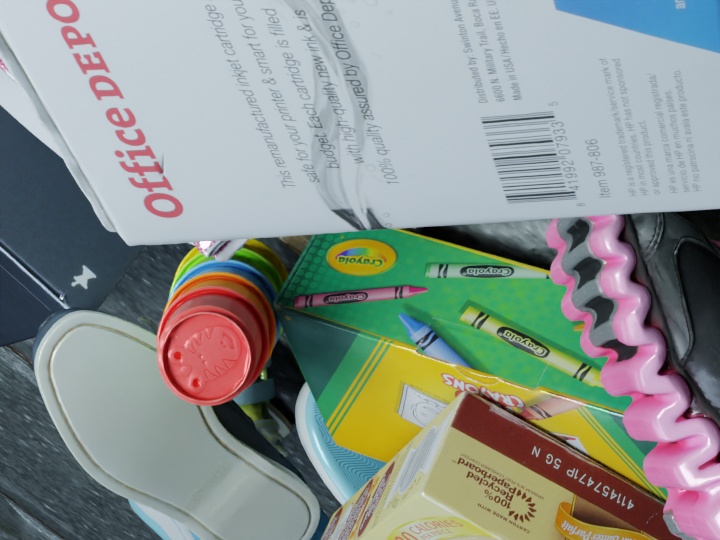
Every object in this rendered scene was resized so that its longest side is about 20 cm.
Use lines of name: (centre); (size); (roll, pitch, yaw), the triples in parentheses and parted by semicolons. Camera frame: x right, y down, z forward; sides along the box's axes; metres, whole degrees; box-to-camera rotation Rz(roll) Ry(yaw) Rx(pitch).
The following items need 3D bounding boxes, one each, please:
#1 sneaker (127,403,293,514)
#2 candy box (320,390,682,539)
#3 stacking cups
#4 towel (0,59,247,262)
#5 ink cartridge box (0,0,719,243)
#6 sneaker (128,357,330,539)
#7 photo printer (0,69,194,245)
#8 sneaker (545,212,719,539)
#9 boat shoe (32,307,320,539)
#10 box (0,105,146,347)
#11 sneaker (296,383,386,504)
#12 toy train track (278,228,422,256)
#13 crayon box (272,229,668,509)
sneaker: (-0.127, 0.115, 1.300); (0.067, 0.090, 0.200); (45, 157, -24)
candy box: (0.054, 0.132, 0.905); (0.115, 0.056, 0.200); (30, 153, -5)
stacking cups: (-0.058, 0.020, 0.890); (0.060, 0.061, 0.200); (38, -178, -5)
towel: (-0.082, -0.114, 0.731); (0.200, 0.030, 0.146); (40, 116, -5)
ink cartridge box: (0.006, -0.085, 0.570); (0.198, 0.085, 0.145); (-3, 145, 14)
sneaker: (-0.065, 0.099, 1.115); (0.199, 0.079, 0.132); (25, 114, 49)
photo printer: (-0.093, -0.091, 0.858); (0.166, 0.070, 0.200); (38, 158, -3)
sneaker: (0.139, 0.030, 0.751); (0.201, 0.095, 0.079); (65, 171, -6)
boat shoe: (-0.094, 0.075, 0.991); (0.200, 0.075, 0.062); (39, -177, -39)
box: (-0.196, -0.050, 1.049); (0.148, 0.107, 0.200); (43, 158, -16)
sneaker: (0.028, 0.130, 1.086); (0.200, 0.080, 0.130); (41, 157, -13)
toy train track: (0.000, 0.000, 0.951); (0.114, 0.033, 0.200); (36, 157, 2)
crayon box: (0.071, 0.052, 0.879); (0.199, 0.058, 0.119); (16, 151, 25)
